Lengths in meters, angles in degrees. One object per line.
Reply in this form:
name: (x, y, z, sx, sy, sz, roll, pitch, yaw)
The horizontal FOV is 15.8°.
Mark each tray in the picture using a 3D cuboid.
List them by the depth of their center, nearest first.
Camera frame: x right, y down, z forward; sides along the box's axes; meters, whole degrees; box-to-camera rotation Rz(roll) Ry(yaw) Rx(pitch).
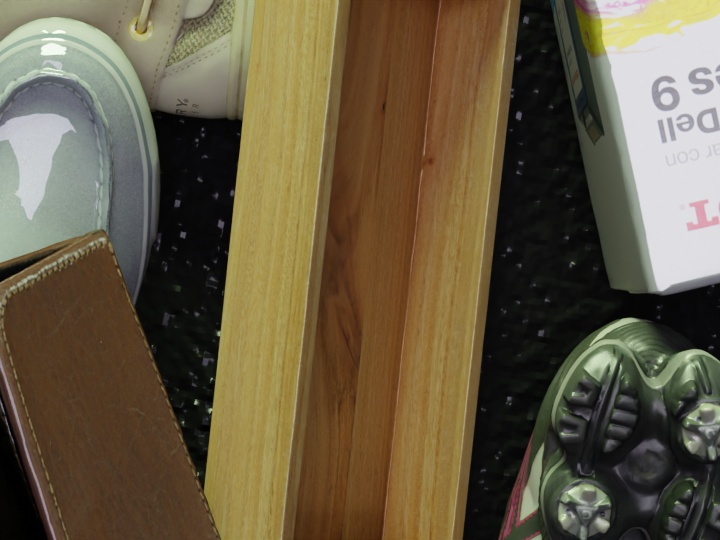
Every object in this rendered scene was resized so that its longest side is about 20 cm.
tray: (0.000, 0.000, 0.807, 0.037, 0.098, 0.201, 7, 90, 35)

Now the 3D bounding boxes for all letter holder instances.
letter holder: (-0.102, 0.110, 0.701, 0.100, 0.142, 0.201, -17, 97, 20)

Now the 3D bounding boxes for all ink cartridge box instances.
ink cartridge box: (0.132, -0.103, 0.815, 0.144, 0.088, 0.201, -12, 93, -2)

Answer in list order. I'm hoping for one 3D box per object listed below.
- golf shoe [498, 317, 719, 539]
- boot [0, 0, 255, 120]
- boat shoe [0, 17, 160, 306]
golf shoe: (0.071, 0.113, 0.820, 0.077, 0.088, 0.201, 16, 99, -6)
boot: (-0.093, -0.149, 0.817, 0.154, 0.073, 0.201, 2, 100, -1)
boat shoe: (-0.105, 0.026, 0.798, 0.070, 0.072, 0.202, 11, 105, -5)
